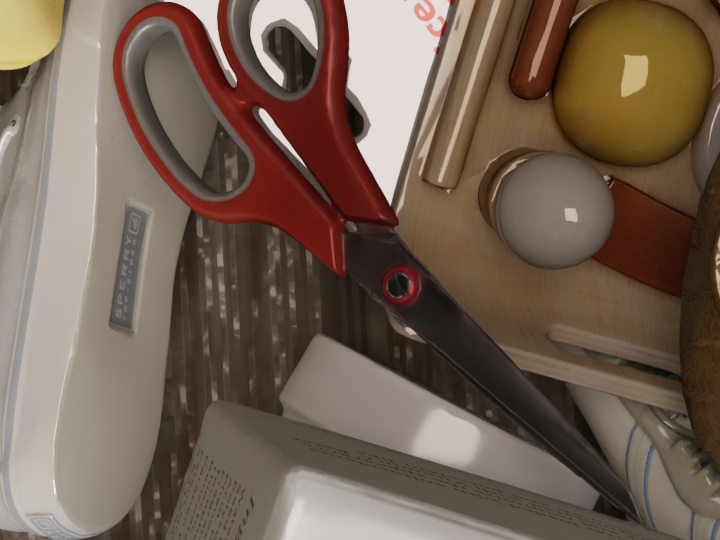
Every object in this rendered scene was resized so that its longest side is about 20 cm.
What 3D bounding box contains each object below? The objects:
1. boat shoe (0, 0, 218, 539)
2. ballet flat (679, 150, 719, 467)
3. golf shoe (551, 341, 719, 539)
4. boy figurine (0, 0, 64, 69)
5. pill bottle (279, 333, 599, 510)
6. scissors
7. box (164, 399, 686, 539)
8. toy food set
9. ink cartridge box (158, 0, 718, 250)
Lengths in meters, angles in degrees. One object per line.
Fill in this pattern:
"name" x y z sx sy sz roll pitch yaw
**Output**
"boat shoe" -0.089 -0.021 0.830 0.068 0.072 0.200 2 82 28
"ballet flat" 0.133 -0.037 0.722 0.068 0.072 0.200 24 94 5
"golf shoe" 0.102 0.096 0.829 0.097 0.078 0.200 -43 72 29
"boy figurine" -0.138 -0.147 0.805 0.064 0.124 0.200 -9 79 -37
"pill bottle" -0.015 0.128 0.804 0.116 0.116 0.200 27 89 -1
"scissors" 0.000 0.000 0.758 0.073 0.014 0.200 -35 73 16
"box" 0.033 0.158 0.690 0.199 0.131 0.200 18 91 -12
"toy food set" 0.101 -0.061 0.772 0.143 0.060 0.200 15 98 -14
"ink cartridge box" 0.047 -0.104 0.830 0.200 0.068 0.116 -39 91 -2
